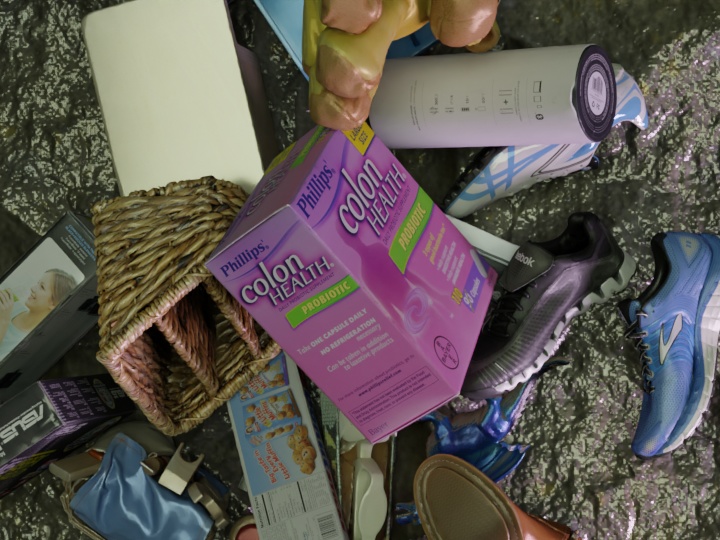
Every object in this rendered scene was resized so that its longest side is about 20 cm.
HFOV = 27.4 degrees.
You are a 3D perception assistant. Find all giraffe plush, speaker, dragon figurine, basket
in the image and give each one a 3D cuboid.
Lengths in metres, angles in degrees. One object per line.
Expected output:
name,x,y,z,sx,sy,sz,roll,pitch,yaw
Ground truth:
giraffe plush,0.040,-0.217,1.157,0.162,0.173,0.200,0,61,-8
speaker,0.106,-0.143,1.233,0.200,0.081,0.081,1,88,34
dragon figurine,0.110,0.151,1.282,0.200,0.059,0.100,-28,86,11
basket,-0.128,0.034,1.235,0.142,0.200,0.149,-12,61,5

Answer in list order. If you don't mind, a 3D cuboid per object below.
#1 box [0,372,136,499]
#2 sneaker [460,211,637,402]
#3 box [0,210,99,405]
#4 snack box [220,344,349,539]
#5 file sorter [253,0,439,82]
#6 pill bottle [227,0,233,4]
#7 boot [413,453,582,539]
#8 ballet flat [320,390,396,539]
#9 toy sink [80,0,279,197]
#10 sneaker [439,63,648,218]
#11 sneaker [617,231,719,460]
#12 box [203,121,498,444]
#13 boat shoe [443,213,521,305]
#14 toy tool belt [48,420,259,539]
box,-0.295,0.150,1.271,0.160,0.200,0.044,-33,84,5
sneaker,0.143,0.022,1.245,0.200,0.066,0.091,-41,122,-15
box,-0.290,0.040,1.318,0.200,0.117,0.060,-44,80,6
snack box,-0.069,0.158,1.287,0.072,0.024,0.200,-21,61,8
file sorter,0.011,-0.255,1.281,0.200,0.123,0.139,-34,84,5
pill bottle,-0.161,-0.295,1.267,0.114,0.200,0.114,0,88,8
boot,0.131,0.217,1.228,0.200,0.155,0.077,40,103,4
ballet flat,0.004,0.168,1.284,0.069,0.071,0.200,1,83,-17
toy sink,-0.151,-0.138,1.306,0.130,0.112,0.200,-14,91,7
sneaker,0.159,-0.099,1.282,0.200,0.072,0.073,-34,99,11
sneaker,0.253,0.061,1.252,0.089,0.079,0.200,14,82,-6
box,0.000,0.000,1.179,0.097,0.176,0.200,-34,106,31
boat shoe,0.051,-0.021,1.296,0.200,0.072,0.068,22,90,1
toy tool belt,-0.168,0.209,1.289,0.200,0.123,0.125,25,92,8
